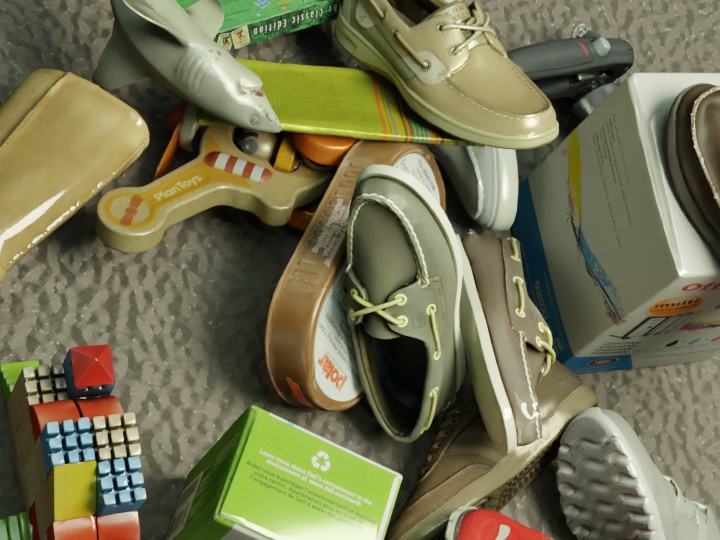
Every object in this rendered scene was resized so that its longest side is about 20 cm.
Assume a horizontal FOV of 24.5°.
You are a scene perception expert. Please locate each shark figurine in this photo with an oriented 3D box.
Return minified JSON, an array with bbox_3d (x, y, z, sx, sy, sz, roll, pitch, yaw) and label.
[{"bbox_3d":[-0.147,-0.163,1.083,0.127,0.090,0.215,18,33,-47],"label":"shark figurine"}]

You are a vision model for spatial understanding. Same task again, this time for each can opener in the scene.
[{"bbox_3d":[0.151,-0.146,1.223,0.079,0.064,0.199,49,27,21],"label":"can opener"}]

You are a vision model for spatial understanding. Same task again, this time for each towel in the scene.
[{"bbox_3d":[-0.014,-0.116,1.123,0.197,0.018,0.086,4,33,-12],"label":"towel"}]

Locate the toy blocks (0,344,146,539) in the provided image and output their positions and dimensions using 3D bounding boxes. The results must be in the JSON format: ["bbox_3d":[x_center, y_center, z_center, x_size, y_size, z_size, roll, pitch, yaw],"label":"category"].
[{"bbox_3d":[-0.166,0.128,0.981,0.099,0.137,0.202,-5,70,-22],"label":"toy blocks"}]

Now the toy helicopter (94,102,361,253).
[{"bbox_3d":[-0.103,-0.070,1.119,0.132,0.079,0.199,41,48,23],"label":"toy helicopter"}]

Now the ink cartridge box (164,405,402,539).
[{"bbox_3d":[-0.010,0.177,1.015,0.198,0.148,0.076,25,60,-11],"label":"ink cartridge box"}]

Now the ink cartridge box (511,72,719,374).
[{"bbox_3d":[0.218,-0.030,1.158,0.145,0.200,0.146,-4,70,-22],"label":"ink cartridge box"}]

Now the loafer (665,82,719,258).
[{"bbox_3d":[0.256,-0.031,1.019,0.072,0.071,0.202,-18,78,-25],"label":"loafer"}]

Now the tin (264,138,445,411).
[{"bbox_3d":[0.000,0.000,1.111,0.201,0.041,0.112,-64,142,-23],"label":"tin"}]

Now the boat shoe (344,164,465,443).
[{"bbox_3d":[0.025,0.025,1.057,0.071,0.203,0.060,11,46,25],"label":"boat shoe"}]

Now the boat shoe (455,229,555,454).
[{"bbox_3d":[0.098,0.043,1.114,0.059,0.073,0.201,-6,36,-6],"label":"boat shoe"}]

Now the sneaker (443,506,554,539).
[{"bbox_3d":[0.128,0.194,1.056,0.199,0.084,0.078,28,53,-43],"label":"sneaker"}]

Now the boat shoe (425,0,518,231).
[{"bbox_3d":[0.057,-0.116,1.213,0.071,0.070,0.203,-8,66,-19],"label":"boat shoe"}]

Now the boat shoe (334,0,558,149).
[{"bbox_3d":[0.058,-0.149,1.120,0.072,0.066,0.200,-19,45,-36],"label":"boat shoe"}]

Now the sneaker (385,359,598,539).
[{"bbox_3d":[0.074,0.125,1.126,0.075,0.071,0.199,42,54,20],"label":"sneaker"}]

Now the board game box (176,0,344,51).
[{"bbox_3d":[-0.053,-0.214,1.208,0.198,0.024,0.105,-20,51,-26],"label":"board game box"}]

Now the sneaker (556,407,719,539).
[{"bbox_3d":[0.201,0.175,1.137,0.082,0.074,0.201,-41,108,-42],"label":"sneaker"}]

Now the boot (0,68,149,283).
[{"bbox_3d":[-0.260,-0.056,1.052,0.174,0.066,0.201,30,59,11],"label":"boot"}]
